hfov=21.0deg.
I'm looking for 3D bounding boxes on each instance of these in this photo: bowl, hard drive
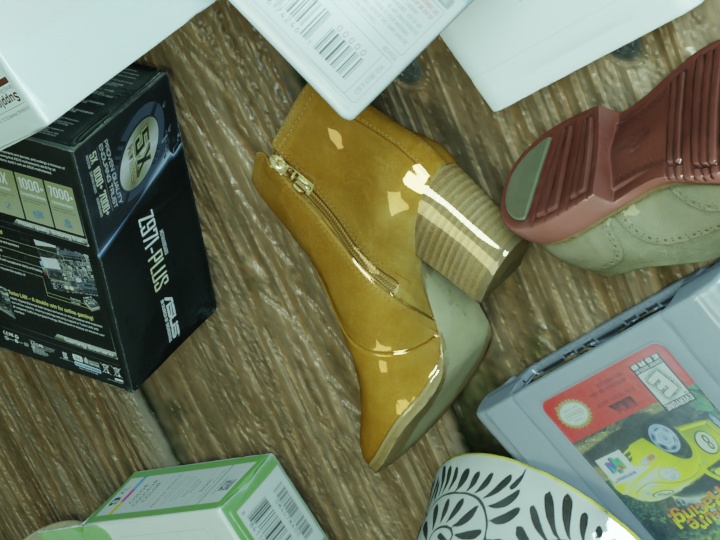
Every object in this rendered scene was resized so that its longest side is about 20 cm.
[{"bbox_3d":[0.089,0.202,1.032,0.200,0.094,0.202,35,152,22],"label":"bowl"},{"bbox_3d":[0.047,-0.175,0.829,0.131,0.027,0.201,-24,107,48],"label":"hard drive"}]

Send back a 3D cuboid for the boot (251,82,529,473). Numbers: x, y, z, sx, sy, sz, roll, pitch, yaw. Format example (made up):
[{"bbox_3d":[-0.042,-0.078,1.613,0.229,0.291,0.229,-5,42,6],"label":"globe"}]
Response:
[{"bbox_3d":[0.000,0.000,0.997,0.144,0.071,0.202,39,137,16],"label":"boot"}]

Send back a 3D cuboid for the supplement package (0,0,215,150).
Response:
[{"bbox_3d":[-0.149,-0.184,0.841,0.201,0.191,0.147,56,152,-13],"label":"supplement package"}]

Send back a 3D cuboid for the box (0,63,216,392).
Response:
[{"bbox_3d":[-0.195,-0.042,1.101,0.198,0.086,0.165,15,132,30],"label":"box"}]

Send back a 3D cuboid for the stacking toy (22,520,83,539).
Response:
[{"bbox_3d":[-0.178,0.276,1.368,0.085,0.085,0.201,-2,126,41],"label":"stacking toy"}]

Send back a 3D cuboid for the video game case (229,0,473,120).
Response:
[{"bbox_3d":[-0.009,-0.193,0.759,0.182,0.024,0.200,-44,99,7],"label":"video game case"}]

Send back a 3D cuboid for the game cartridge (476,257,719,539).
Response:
[{"bbox_3d":[0.157,0.081,0.949,0.133,0.041,0.200,45,141,-7],"label":"game cartridge"}]

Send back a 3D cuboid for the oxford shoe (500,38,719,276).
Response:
[{"bbox_3d":[0.155,-0.047,0.833,0.075,0.071,0.199,34,146,-32],"label":"oxford shoe"}]

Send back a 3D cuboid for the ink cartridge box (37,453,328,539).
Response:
[{"bbox_3d":[-0.108,0.183,1.240,0.199,0.059,0.104,-14,113,46],"label":"ink cartridge box"}]
